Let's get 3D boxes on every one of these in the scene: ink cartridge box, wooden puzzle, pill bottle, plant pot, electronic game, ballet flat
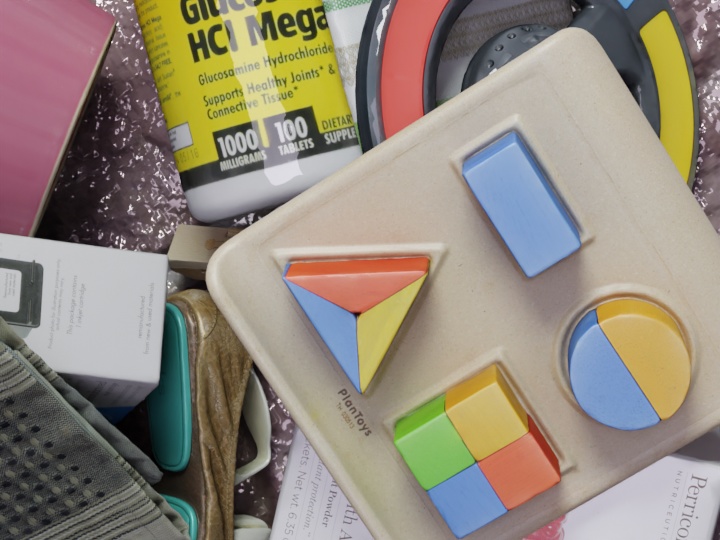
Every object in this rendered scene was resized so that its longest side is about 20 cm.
[{"bbox_3d":[-0.204,0.024,0.905,0.200,0.116,0.068,8,73,-16],"label":"ink cartridge box"},{"bbox_3d":[0.061,0.023,0.805,0.200,0.046,0.185,-32,99,6],"label":"wooden puzzle"},{"bbox_3d":[-0.053,-0.131,0.908,0.112,0.112,0.200,-15,92,11],"label":"pill bottle"},{"bbox_3d":[-0.225,-0.097,0.912,0.179,0.200,0.200,22,99,-9],"label":"plant pot"},{"bbox_3d":[0.083,-0.076,0.875,0.200,0.042,0.200,2,86,-34],"label":"electronic game"},{"bbox_3d":[-0.079,0.110,0.962,0.068,0.072,0.200,6,93,52],"label":"ballet flat"}]

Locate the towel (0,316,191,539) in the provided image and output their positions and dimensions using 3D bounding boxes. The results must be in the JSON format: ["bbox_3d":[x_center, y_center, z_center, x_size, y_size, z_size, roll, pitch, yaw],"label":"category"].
[{"bbox_3d":[-0.206,0.109,0.883,0.200,0.035,0.193,-27,127,12],"label":"towel"}]

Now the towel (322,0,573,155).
[{"bbox_3d":[0.035,-0.143,0.894,0.031,0.149,0.200,-7,98,54],"label":"towel"}]

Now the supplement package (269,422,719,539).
[{"bbox_3d":[0.068,0.115,0.909,0.200,0.120,0.121,13,97,7],"label":"supplement package"}]

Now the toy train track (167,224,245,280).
[{"bbox_3d":[0.000,0.000,0.948,0.200,0.033,0.115,4,56,17],"label":"toy train track"}]
